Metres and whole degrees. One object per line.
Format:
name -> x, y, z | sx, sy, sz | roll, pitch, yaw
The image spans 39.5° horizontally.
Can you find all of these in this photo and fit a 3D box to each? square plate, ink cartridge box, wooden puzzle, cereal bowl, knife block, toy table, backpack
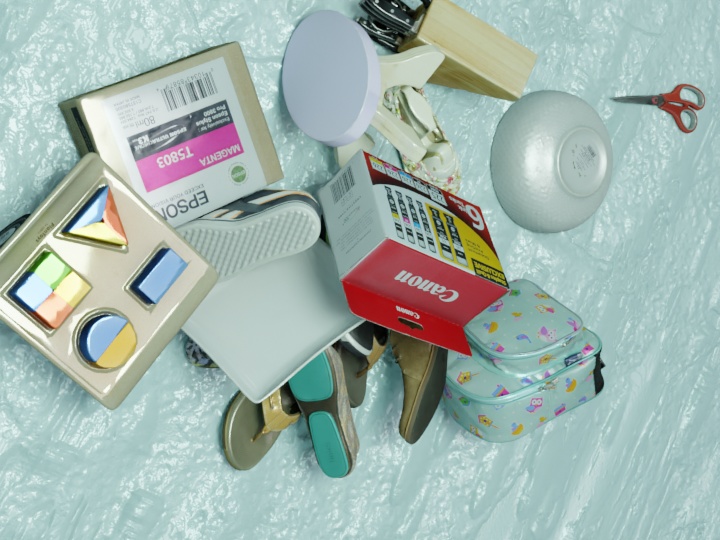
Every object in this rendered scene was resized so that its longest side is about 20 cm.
square plate -> -0.099, 0.039, 1.133 | 0.199, 0.198, 0.029 | -36, 146, -23
ink cartridge box -> -0.202, -0.140, 1.100 | 0.199, 0.075, 0.166 | -28, 108, -27
wooden puzzle -> -0.254, 0.013, 1.007 | 0.200, 0.046, 0.186 | 48, 67, -27
cereal bowl -> 0.280, -0.151, 1.396 | 0.198, 0.083, 0.202 | -3, 96, -31
knife block -> 0.098, -0.289, 1.219 | 0.064, 0.199, 0.175 | -66, 150, -9
ink cartridge box -> 0.065, -0.016, 1.122 | 0.199, 0.084, 0.177 | 21, 41, -38
toy table -> 0.000, -0.206, 1.163 | 0.117, 0.184, 0.201 | 21, 41, -39
backpack -> 0.198, 0.119, 1.311 | 0.199, 0.176, 0.154 | -32, 131, -14

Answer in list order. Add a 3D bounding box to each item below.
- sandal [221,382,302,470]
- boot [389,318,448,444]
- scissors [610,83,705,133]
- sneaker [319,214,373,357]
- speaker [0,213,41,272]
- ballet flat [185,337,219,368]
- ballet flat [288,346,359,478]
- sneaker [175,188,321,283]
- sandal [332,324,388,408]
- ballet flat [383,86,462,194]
sandal -> -0.091, 0.154, 1.209 | 0.200, 0.054, 0.081 | -47, 118, -21
boot -> 0.069, 0.114, 1.255 | 0.074, 0.075, 0.202 | 39, 63, -69
scissors -> 0.457, -0.266, 1.537 | 0.198, 0.014, 0.074 | 13, 90, -31
sneaker -> 0.000, 0.000, 1.191 | 0.072, 0.082, 0.202 | 26, 50, -58
speaker -> -0.306, 0.041, 1.050 | 0.081, 0.081, 0.200 | -47, 116, -19
ballet flat -> -0.108, 0.065, 1.183 | 0.199, 0.072, 0.073 | -19, 105, -29
ballet flat -> -0.043, 0.147, 1.194 | 0.067, 0.067, 0.202 | -44, 127, -61
sneaker -> -0.138, -0.039, 1.136 | 0.198, 0.080, 0.079 | -12, 114, 7
sandal -> 0.010, 0.072, 1.253 | 0.082, 0.054, 0.202 | 26, 76, -57
ballet flat -> 0.080, -0.169, 1.280 | 0.076, 0.064, 0.201 | -45, 116, -19
